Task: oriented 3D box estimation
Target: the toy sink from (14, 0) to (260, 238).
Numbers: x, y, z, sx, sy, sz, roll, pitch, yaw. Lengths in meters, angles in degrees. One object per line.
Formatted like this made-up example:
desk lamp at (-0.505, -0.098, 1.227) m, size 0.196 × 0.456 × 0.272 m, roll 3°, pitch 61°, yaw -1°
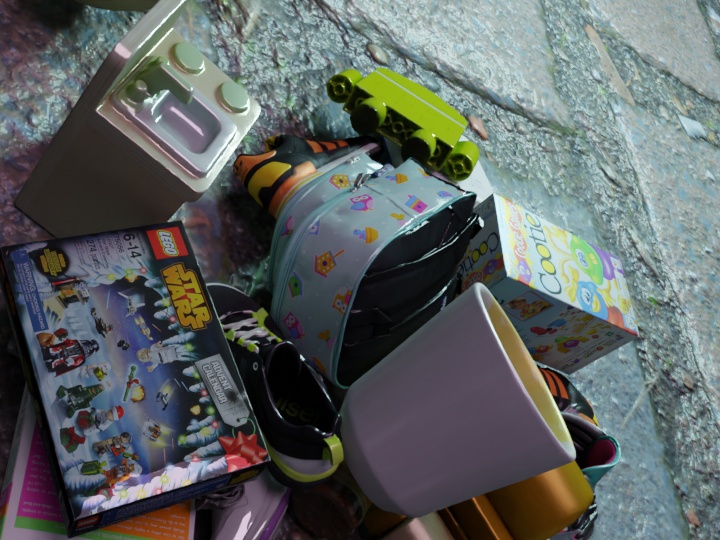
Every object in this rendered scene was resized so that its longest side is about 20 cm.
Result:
toy sink at (-0.164, -0.108, 0.722) m, size 0.112 × 0.200 × 0.131 m, roll 38°, pitch 42°, yaw -14°

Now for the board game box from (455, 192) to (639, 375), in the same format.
board game box at (0.182, 0.019, 0.956) m, size 0.198 × 0.105 × 0.104 m, roll 22°, pitch 48°, yaw -32°

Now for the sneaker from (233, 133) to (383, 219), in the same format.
sneaker at (-0.049, -0.114, 0.922) m, size 0.090 × 0.070 × 0.200 m, roll 39°, pitch 34°, yaw 9°

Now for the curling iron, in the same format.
curling iron at (-0.163, 0.104, 0.643) m, size 0.199 × 0.026 × 0.050 m, roll 37°, pitch 30°, yaw -4°

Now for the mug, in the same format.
mug at (0.074, 0.123, 0.717) m, size 0.187 × 0.152 × 0.151 m, roll 47°, pitch 16°, yaw -43°

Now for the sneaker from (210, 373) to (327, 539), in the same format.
sneaker at (-0.097, 0.157, 0.716) m, size 0.098 × 0.075 × 0.201 m, roll 21°, pitch 48°, yaw 0°

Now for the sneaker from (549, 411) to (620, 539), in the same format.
sneaker at (0.221, 0.220, 0.912) m, size 0.201 × 0.120 × 0.084 m, roll 51°, pitch 41°, yaw -3°

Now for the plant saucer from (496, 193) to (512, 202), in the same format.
plant saucer at (0.119, -0.006, 1.031) m, size 0.198 × 0.048 × 0.203 m, roll 13°, pitch 55°, yaw -38°

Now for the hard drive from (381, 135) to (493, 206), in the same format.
hard drive at (0.086, -0.126, 1.033) m, size 0.130 × 0.026 × 0.201 m, roll 23°, pitch 26°, yaw -19°

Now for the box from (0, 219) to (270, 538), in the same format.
box at (-0.160, 0.065, 0.630) m, size 0.135 × 0.040 × 0.202 m, roll -11°, pitch 64°, yaw -31°

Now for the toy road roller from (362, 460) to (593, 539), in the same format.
toy road roller at (0.111, 0.211, 0.797) m, size 0.199 × 0.146 × 0.124 m, roll -27°, pitch 82°, yaw -49°

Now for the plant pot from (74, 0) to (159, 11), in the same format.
plant pot at (-0.242, -0.325, 0.834) m, size 0.199 × 0.133 × 0.204 m, roll 22°, pitch 62°, yaw -49°

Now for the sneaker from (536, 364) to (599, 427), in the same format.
sneaker at (0.185, 0.134, 0.989) m, size 0.199 × 0.070 × 0.091 m, roll 37°, pitch 32°, yaw -21°

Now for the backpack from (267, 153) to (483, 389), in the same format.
backpack at (0.000, 0.000, 0.813) m, size 0.152 × 0.178 × 0.200 m, roll 28°, pitch 37°, yaw 17°

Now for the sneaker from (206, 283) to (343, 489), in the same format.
sneaker at (-0.066, 0.070, 0.692) m, size 0.071 × 0.083 × 0.201 m, roll -19°, pitch 57°, yaw -33°

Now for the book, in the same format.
book at (-0.183, 0.127, 0.660) m, size 0.132 × 0.048 × 0.202 m, roll 23°, pitch 48°, yaw -28°

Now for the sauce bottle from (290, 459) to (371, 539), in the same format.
sauce bottle at (0.006, 0.145, 0.808) m, size 0.066 × 0.066 × 0.201 m, roll 44°, pitch 42°, yaw -10°

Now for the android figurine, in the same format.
android figurine at (0.050, -0.165, 0.980) m, size 0.181 × 0.041 × 0.200 m, roll 32°, pitch 24°, yaw -1°
